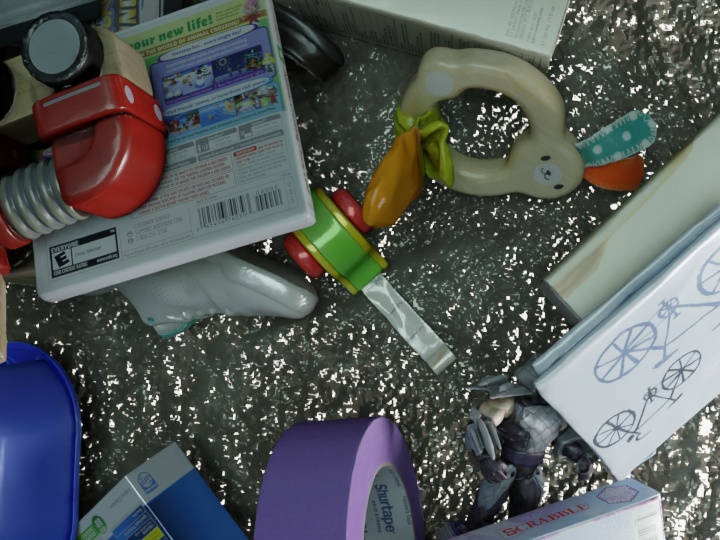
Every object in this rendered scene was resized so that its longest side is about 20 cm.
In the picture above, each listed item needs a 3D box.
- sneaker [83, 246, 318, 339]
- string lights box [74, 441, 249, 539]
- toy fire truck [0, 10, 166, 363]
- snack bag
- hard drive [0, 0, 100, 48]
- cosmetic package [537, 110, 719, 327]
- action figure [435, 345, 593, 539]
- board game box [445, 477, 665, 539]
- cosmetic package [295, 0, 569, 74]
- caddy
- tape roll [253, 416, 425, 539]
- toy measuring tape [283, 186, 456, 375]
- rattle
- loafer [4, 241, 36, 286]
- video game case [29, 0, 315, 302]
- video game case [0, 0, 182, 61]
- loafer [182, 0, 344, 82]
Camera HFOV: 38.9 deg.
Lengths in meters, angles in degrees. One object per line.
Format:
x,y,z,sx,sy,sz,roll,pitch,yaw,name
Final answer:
-0.130,0.017,0.803,0.198,0.075,0.089,18,94,17,sneaker
-0.122,0.243,0.775,0.201,0.059,0.103,51,128,6,string lights box
-0.212,-0.042,0.647,0.174,0.129,0.202,-18,81,9,toy fire truck
0.221,0.053,0.717,0.188,0.200,0.021,-42,48,2,snack bag
-0.312,-0.214,0.747,0.199,0.033,0.140,-24,69,-22,hard drive
0.226,-0.033,0.746,0.200,0.105,0.071,-43,83,2,cosmetic package
0.118,0.151,0.758,0.129,0.069,0.202,9,101,-29,action figure
0.129,0.271,0.718,0.198,0.041,0.202,-12,101,-19,board game box
0.055,-0.207,0.770,0.198,0.104,0.074,18,89,5,cosmetic package
-0.286,0.157,0.795,0.140,0.105,0.202,-1,86,29,caddy
-0.008,0.205,0.710,0.065,0.200,0.203,-7,87,17,tape roll
0.000,0.000,0.786,0.073,0.074,0.200,-41,84,3,toy measuring tape
0.116,-0.070,0.734,0.198,0.143,0.131,25,120,-5,rattle
-0.225,-0.021,0.759,0.198,0.068,0.076,2,71,17,loafer
-0.141,-0.090,0.709,0.198,0.022,0.184,-16,70,10,video game case
-0.215,-0.195,0.801,0.179,0.025,0.202,1,89,31,video game case
-0.106,-0.183,0.807,0.198,0.073,0.072,22,93,16,loafer
